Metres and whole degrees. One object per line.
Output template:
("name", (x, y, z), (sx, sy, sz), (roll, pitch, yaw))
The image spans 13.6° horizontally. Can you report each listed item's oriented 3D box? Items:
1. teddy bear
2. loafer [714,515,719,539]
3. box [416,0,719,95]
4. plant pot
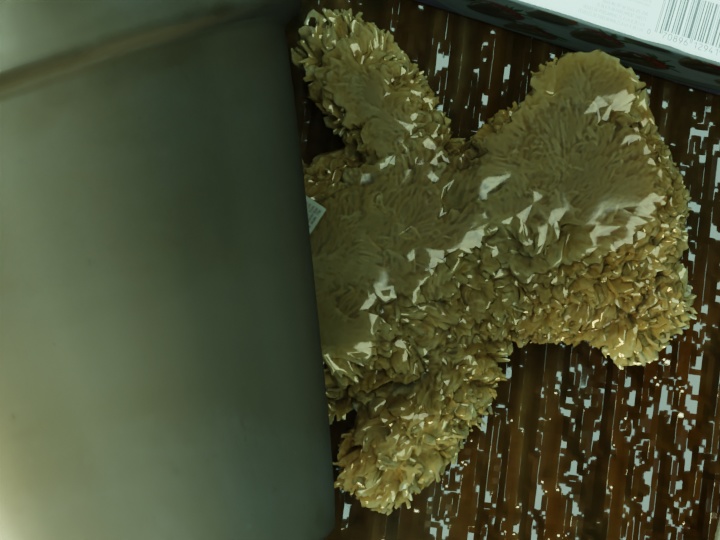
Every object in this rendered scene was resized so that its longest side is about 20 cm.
("teddy bear", (0.000, 0.000, 0.905), (0.199, 0.067, 0.145), (-33, 76, 1))
("loafer", (0.139, 0.141, 0.887), (0.069, 0.070, 0.201), (1, 91, -7))
("box", (0.026, -0.104, 0.924), (0.199, 0.039, 0.042), (16, 81, 0))
("plant pot", (-0.090, 0.008, 0.803), (0.199, 0.200, 0.175), (-20, 90, -5))
